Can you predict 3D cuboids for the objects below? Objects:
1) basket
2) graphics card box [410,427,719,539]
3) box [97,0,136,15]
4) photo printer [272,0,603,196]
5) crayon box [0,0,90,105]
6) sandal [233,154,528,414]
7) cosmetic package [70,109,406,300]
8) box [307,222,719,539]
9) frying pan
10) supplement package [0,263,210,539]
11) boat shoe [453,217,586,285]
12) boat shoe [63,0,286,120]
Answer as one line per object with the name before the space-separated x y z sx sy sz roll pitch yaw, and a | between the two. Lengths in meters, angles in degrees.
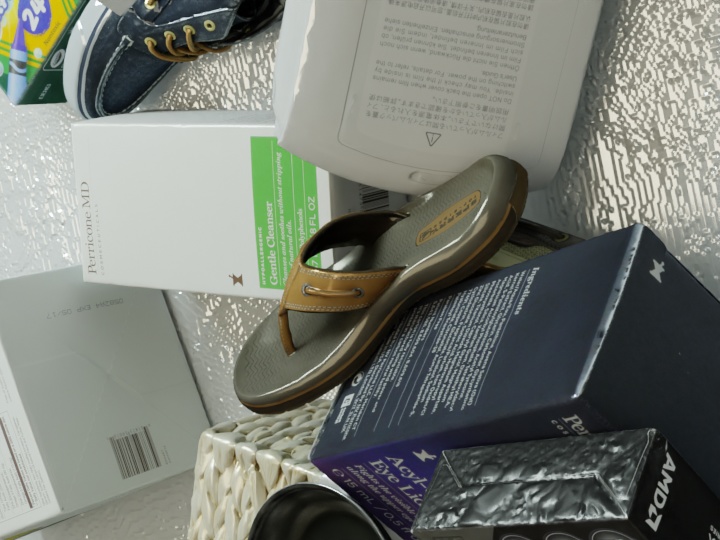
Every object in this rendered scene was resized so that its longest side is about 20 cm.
basket | -0.021 0.183 0.958 0.123 0.135 0.200 18 107 36
graphics card box | 0.132 0.152 0.746 0.125 0.051 0.200 -11 131 44
box | -0.091 -0.258 0.918 0.156 0.041 0.200 -38 31 33
photo printer | 0.044 -0.137 0.851 0.166 0.069 0.200 8 108 -12
crayon box | -0.243 -0.226 1.101 0.200 0.052 0.126 51 122 19
sandal | 0.000 0.000 0.846 0.200 0.055 0.082 -36 32 29
cosmetic package | -0.074 -0.043 0.989 0.200 0.085 0.108 2 102 34
box | 0.099 0.080 0.809 0.148 0.104 0.200 41 145 -21
frying pan | -0.037 0.185 0.862 0.190 0.031 0.115 -43 67 39
supplement package | -0.232 0.098 1.081 0.200 0.152 0.151 -24 84 36
boat shoe | 0.134 0.016 0.858 0.200 0.065 0.073 23 145 13
boat shoe | -0.110 -0.154 1.003 0.091 0.071 0.200 47 119 25
